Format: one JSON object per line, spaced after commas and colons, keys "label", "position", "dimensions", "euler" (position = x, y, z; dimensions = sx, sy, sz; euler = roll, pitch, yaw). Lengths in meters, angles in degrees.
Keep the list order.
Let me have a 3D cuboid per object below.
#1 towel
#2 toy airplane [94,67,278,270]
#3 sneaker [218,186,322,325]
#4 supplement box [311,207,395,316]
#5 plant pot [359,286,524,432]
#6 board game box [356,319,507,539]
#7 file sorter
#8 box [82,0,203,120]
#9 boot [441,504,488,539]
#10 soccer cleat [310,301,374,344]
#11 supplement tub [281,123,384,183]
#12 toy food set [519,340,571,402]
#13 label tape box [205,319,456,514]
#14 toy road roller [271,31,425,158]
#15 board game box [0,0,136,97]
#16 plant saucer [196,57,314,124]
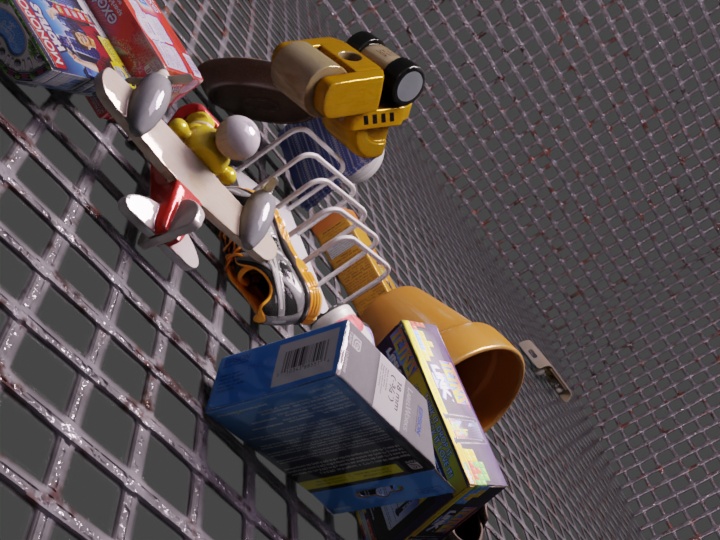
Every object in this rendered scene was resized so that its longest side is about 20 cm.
{"label": "towel", "position": [-0.055, -0.195, 1.300], "dimensions": [0.024, 0.200, 0.145], "euler": [-11, 76, -40]}
{"label": "toy airplane", "position": [-0.161, -0.101, 0.829], "dimensions": [0.199, 0.141, 0.200], "euler": [62, 13, 9]}
{"label": "sneaker", "position": [-0.121, -0.019, 0.944], "dimensions": [0.077, 0.078, 0.200], "euler": [-13, 56, -42]}
{"label": "supplement box", "position": [0.000, 0.000, 1.327], "dimensions": [0.200, 0.069, 0.067], "euler": [59, 15, 13]}
{"label": "plant pot", "position": [0.090, 0.123, 1.148], "dimensions": [0.183, 0.200, 0.200], "euler": [49, 6, 40]}
{"label": "board game box", "position": [0.048, 0.180, 0.880], "dimensions": [0.057, 0.165, 0.200], "euler": [14, 41, -37]}
{"label": "file sorter", "position": [-0.065, -0.061, 1.086], "dimensions": [0.139, 0.124, 0.200], "euler": [36, 26, -54]}
{"label": "box", "position": [-0.272, -0.265, 0.899], "dimensions": [0.200, 0.095, 0.100], "euler": [58, 13, 2]}
{"label": "boot", "position": [0.106, 0.276, 0.934], "dimensions": [0.200, 0.070, 0.146], "euler": [-90, -172, -54]}
{"label": "soccer cleat", "position": [-0.010, 0.098, 1.018], "dimensions": [0.073, 0.068, 0.200], "euler": [57, -2, 17]}
{"label": "supplement tub", "position": [-0.049, -0.252, 1.568], "dimensions": [0.132, 0.132, 0.200], "euler": [63, 15, 22]}
{"label": "toy food set", "position": [0.590, 0.326, 2.693], "dimensions": [0.200, 0.060, 0.144], "euler": [50, 4, -33]}
{"label": "label tape box", "position": [-0.019, 0.141, 0.767], "dimensions": [0.200, 0.144, 0.063], "euler": [48, 36, -36]}
{"label": "toy road roller", "position": [-0.021, -0.225, 1.120], "dimensions": [0.200, 0.146, 0.123], "euler": [-14, 43, -36]}
{"label": "board game box", "position": [-0.321, -0.243, 0.757], "dimensions": [0.200, 0.062, 0.200], "euler": [59, 15, 3]}
{"label": "plant saucer", "position": [-0.141, -0.254, 1.215], "dimensions": [0.200, 0.200, 0.035], "euler": [27, 69, -64]}
